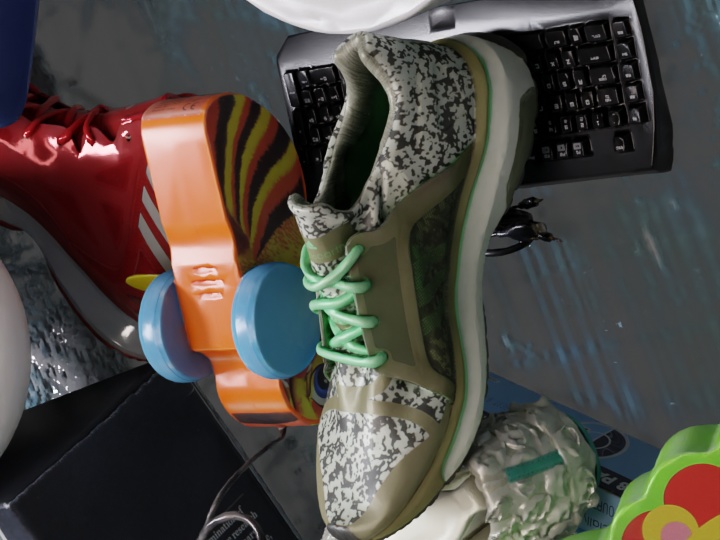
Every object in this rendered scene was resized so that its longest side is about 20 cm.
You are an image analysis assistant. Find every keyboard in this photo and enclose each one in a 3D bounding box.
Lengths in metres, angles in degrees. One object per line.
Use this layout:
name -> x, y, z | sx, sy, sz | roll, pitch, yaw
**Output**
keyboard -> 0.037, -0.050, 1.086 | 0.199, 0.040, 0.105 | -5, 105, 48

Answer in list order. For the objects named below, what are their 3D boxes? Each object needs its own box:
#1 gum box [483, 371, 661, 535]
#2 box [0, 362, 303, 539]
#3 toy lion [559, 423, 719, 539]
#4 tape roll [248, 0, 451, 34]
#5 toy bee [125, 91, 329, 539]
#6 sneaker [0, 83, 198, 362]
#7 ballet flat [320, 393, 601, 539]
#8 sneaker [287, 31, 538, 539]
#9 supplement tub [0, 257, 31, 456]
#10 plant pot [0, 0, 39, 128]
gum box -> 0.079, 0.154, 1.142 | 0.169, 0.044, 0.201 | 23, 124, 36
box -> -0.120, 0.167, 1.266 | 0.200, 0.124, 0.197 | -21, 105, 49
toy lion -> 0.135, 0.141, 1.022 | 0.199, 0.069, 0.193 | 0, 109, 16
tape roll -> -0.002, -0.193, 1.031 | 0.202, 0.071, 0.204 | 22, 123, 37
toy bee -> -0.043, 0.024, 1.158 | 0.130, 0.108, 0.201 | 21, 109, 31
sneaker -> -0.124, -0.065, 1.231 | 0.200, 0.078, 0.116 | 42, 127, 5
ballet flat -> 0.019, 0.110, 1.101 | 0.072, 0.072, 0.200 | 55, 138, 10
sneaker -> 0.000, 0.000, 1.031 | 0.077, 0.088, 0.201 | 3, 80, 50
supplement tub -> -0.220, 0.032, 1.221 | 0.200, 0.144, 0.145 | -159, 48, -80
plant pot -> -0.258, -0.164, 1.175 | 0.199, 0.179, 0.201 | -2, 80, 45
